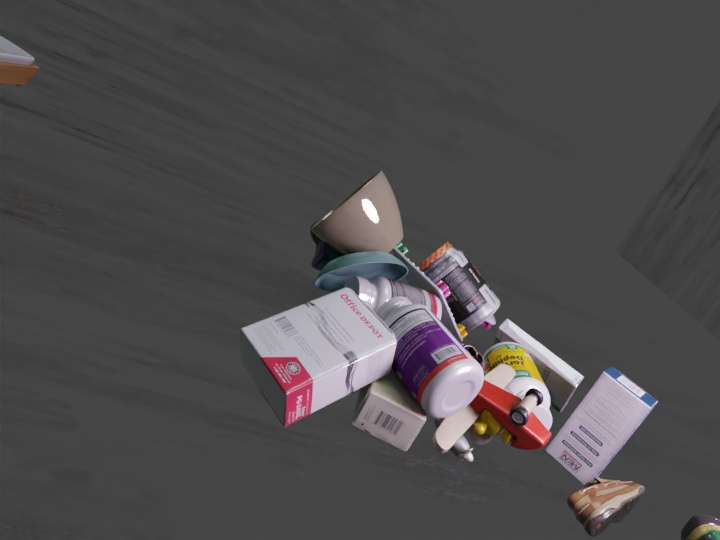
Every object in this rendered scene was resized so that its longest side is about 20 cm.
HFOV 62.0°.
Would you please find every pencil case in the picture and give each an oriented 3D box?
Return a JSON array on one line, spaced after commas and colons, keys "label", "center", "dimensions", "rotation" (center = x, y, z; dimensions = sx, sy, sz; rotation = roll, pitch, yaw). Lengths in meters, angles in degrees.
[{"label": "pencil case", "center": [-0.011, -0.010, 1.392], "dimensions": [0.198, 0.086, 0.093], "rotation": [23, 23, -12]}]

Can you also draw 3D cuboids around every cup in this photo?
[{"label": "cup", "center": [0.012, -0.098, 1.303], "dimensions": [0.144, 0.200, 0.200], "rotation": [50, 20, -8]}]

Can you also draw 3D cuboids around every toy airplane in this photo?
[{"label": "toy airplane", "center": [0.202, 0.236, 1.029], "dimensions": [0.197, 0.142, 0.200], "rotation": [0, 32, -9]}]

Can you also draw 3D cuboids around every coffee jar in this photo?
[{"label": "coffee jar", "center": [0.613, 0.506, 0.994], "dimensions": [0.103, 0.086, 0.200], "rotation": [25, 22, 1]}]

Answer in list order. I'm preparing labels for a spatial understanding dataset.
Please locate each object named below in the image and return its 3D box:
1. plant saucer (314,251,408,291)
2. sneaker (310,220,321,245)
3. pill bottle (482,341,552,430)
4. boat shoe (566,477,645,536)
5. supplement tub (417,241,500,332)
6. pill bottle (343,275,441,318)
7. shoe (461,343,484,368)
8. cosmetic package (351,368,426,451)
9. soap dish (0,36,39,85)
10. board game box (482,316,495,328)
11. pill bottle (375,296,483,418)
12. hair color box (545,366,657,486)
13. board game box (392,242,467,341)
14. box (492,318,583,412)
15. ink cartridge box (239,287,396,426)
[{"label": "plant saucer", "center": [0.000, 0.000, 1.253], "dimensions": [0.199, 0.199, 0.036], "rotation": [8, 67, -42]}, {"label": "sneaker", "center": [-0.048, -0.081, 1.524], "dimensions": [0.198, 0.077, 0.114], "rotation": [21, 21, -26]}, {"label": "pill bottle", "center": [0.308, 0.238, 1.186], "dimensions": [0.112, 0.114, 0.200], "rotation": [24, 22, -11]}, {"label": "boat shoe", "center": [0.427, 0.393, 1.041], "dimensions": [0.199, 0.076, 0.074], "rotation": [6, 27, -45]}, {"label": "supplement tub", "center": [0.235, 0.038, 1.454], "dimensions": [0.201, 0.122, 0.122], "rotation": [53, 24, 2]}, {"label": "pill bottle", "center": [0.062, 0.076, 1.251], "dimensions": [0.198, 0.111, 0.111], "rotation": [17, 24, -27]}, {"label": "shoe", "center": [0.204, 0.183, 1.211], "dimensions": [0.071, 0.092, 0.200], "rotation": [26, 22, -5]}, {"label": "cosmetic package", "center": [0.056, 0.201, 1.019], "dimensions": [0.103, 0.074, 0.200], "rotation": [27, 23, -3]}, {"label": "soap dish", "center": [-0.905, -0.509, 1.425], "dimensions": [0.156, 0.082, 0.200], "rotation": [32, 22, 11]}, {"label": "board game box", "center": [0.261, 0.065, 1.615], "dimensions": [0.198, 0.026, 0.200], "rotation": [27, 21, -5]}, {"label": "pill bottle", "center": [0.102, 0.133, 0.974], "dimensions": [0.112, 0.113, 0.200], "rotation": [9, 29, -39]}, {"label": "hair color box", "center": [0.445, 0.290, 1.114], "dimensions": [0.100, 0.201, 0.060], "rotation": [41, 25, 30]}, {"label": "board game box", "center": [0.161, 0.047, 1.383], "dimensions": [0.200, 0.026, 0.201], "rotation": [48, -9, 44]}, {"label": "box", "center": [0.379, 0.210, 1.315], "dimensions": [0.036, 0.145, 0.200], "rotation": [-38, 62, -22]}, {"label": "ink cartridge box", "center": [-0.065, 0.125, 0.925], "dimensions": [0.198, 0.084, 0.145], "rotation": [-20, 46, -29]}]
